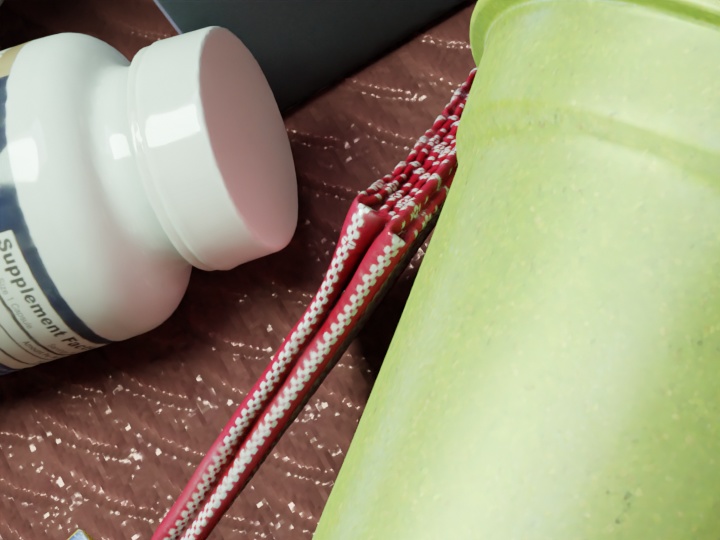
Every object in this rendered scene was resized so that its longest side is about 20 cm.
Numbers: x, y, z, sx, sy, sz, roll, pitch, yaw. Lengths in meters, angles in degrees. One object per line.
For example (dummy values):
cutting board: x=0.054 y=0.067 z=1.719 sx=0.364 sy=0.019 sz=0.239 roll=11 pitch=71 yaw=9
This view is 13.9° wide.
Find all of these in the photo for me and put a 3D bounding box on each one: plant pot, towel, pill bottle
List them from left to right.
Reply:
pill bottle: x=-0.129 y=-0.020 z=1.061 sx=0.199 sy=0.111 sz=0.112 roll=-16 pitch=53 yaw=18
towel: x=0.000 y=0.000 z=0.926 sx=0.145 sy=0.022 sz=0.200 roll=-56 pitch=-2 yaw=28
plant pot: x=0.076 y=0.051 z=0.774 sx=0.200 sy=0.200 sz=0.185 roll=19 pitch=72 yaw=36

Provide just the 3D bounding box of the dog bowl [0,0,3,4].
dog bowl: x=-0.212 y=-0.124 z=1.101 sx=0.079 sy=0.200 sz=0.200 roll=43 pitch=84 yaw=17

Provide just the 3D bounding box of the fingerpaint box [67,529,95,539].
fingerpaint box: x=-0.078 y=0.209 z=0.908 sx=0.167 sy=0.073 sz=0.200 roll=-45 pitch=52 yaw=-4

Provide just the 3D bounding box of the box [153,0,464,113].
box: x=-0.064 y=-0.197 z=1.084 sx=0.123 sy=0.200 sz=0.199 roll=-31 pitch=50 yaw=5
